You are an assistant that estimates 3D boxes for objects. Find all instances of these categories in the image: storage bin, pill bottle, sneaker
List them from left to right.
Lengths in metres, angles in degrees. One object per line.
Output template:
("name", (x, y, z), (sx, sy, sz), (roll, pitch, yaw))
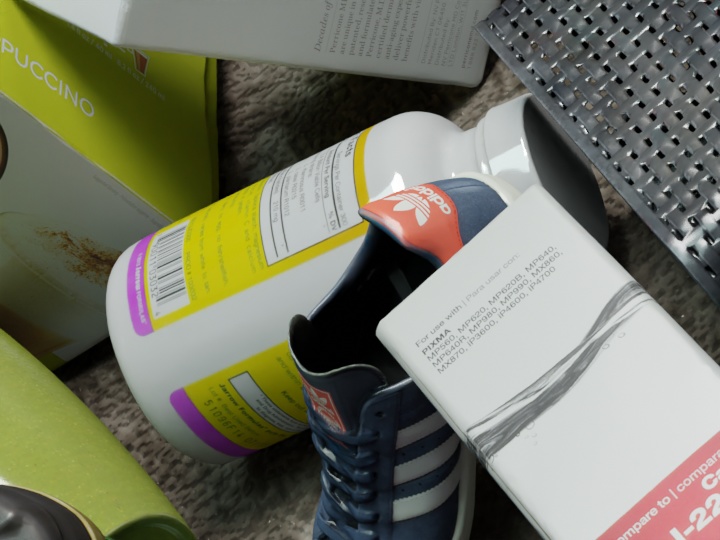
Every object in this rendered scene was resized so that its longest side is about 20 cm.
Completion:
("pill bottle", (0.000, 0.000, 1.140), (0.200, 0.104, 0.104), (-24, 44, 23))
("sneaker", (0.002, 0.056, 1.045), (0.075, 0.084, 0.200), (29, 112, 39))
("storage bin", (0.145, -0.043, 1.025), (0.094, 0.135, 0.200), (-42, 40, 4))

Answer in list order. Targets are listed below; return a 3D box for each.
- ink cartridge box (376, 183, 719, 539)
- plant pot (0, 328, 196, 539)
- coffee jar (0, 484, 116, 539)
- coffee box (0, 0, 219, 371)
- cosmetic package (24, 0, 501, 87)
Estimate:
("ink cartridge box", (0.109, 0.080, 0.945), (0.084, 0.144, 0.200), (-42, 40, 1))
("plant pot", (-0.168, 0.111, 1.155), (0.200, 0.187, 0.187), (22, 72, 35))
("coffee jar", (-0.100, 0.145, 1.015), (0.085, 0.200, 0.105), (14, 81, 36))
("coffee box", (-0.201, -0.080, 1.293), (0.198, 0.200, 0.200), (-31, 41, 26))
("cosmetic package", (-0.043, -0.135, 1.214), (0.101, 0.200, 0.071), (30, 110, 50))
